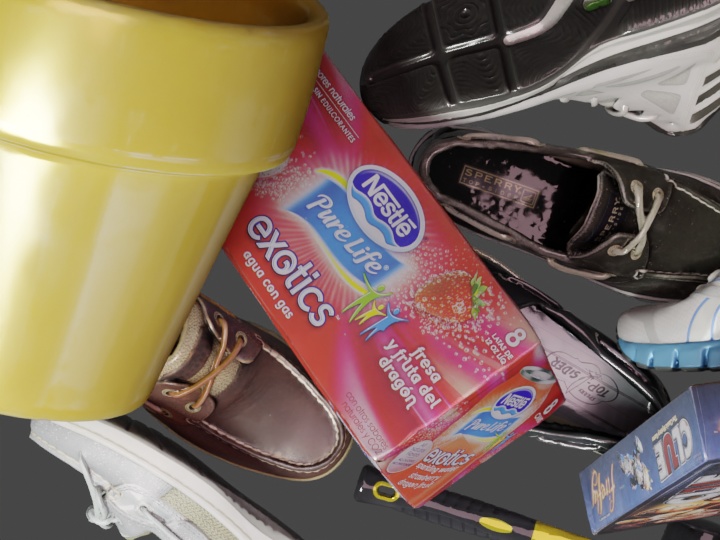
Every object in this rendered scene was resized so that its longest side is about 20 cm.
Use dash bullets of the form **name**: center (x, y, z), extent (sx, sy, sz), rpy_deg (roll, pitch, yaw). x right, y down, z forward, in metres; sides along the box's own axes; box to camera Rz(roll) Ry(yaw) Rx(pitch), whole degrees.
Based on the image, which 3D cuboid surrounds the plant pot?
- **plant pot**: center (-0.130, -0.046, 0.955), extent (0.200, 0.201, 0.189), rpy_deg (13, 106, -5)

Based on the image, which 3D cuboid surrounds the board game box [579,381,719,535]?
- **board game box**: center (0.192, 0.083, 1.033), extent (0.135, 0.200, 0.035), rpy_deg (-7, 76, -10)

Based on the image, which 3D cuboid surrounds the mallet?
- **mallet**: center (0.098, 0.128, 1.136), extent (0.200, 0.041, 0.066), rpy_deg (24, 92, -1)

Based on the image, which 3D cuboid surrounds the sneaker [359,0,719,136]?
- **sneaker**: center (0.107, -0.090, 1.085), extent (0.200, 0.115, 0.076), rpy_deg (-17, 53, 11)

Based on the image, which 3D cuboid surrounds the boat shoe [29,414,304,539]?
- **boat shoe**: center (-0.086, 0.132, 1.104), extent (0.202, 0.074, 0.065), rpy_deg (37, 87, -12)

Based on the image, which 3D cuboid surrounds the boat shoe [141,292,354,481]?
- **boat shoe**: center (-0.090, 0.043, 1.096), extent (0.200, 0.072, 0.072), rpy_deg (37, 91, -5)

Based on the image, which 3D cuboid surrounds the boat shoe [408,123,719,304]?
- **boat shoe**: center (0.120, -0.024, 1.110), extent (0.200, 0.064, 0.071), rpy_deg (13, 93, -5)

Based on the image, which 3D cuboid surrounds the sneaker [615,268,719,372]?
- **sneaker**: center (0.204, 0.003, 1.055), extent (0.075, 0.200, 0.087), rpy_deg (-8, 90, -45)

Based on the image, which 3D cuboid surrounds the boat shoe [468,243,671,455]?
- **boat shoe**: center (0.069, 0.039, 1.109), extent (0.199, 0.066, 0.075), rpy_deg (33, 93, -5)

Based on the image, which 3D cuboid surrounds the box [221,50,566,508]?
- **box**: center (0.000, 0.000, 1.047), extent (0.095, 0.100, 0.200), rpy_deg (-35, 67, -1)
